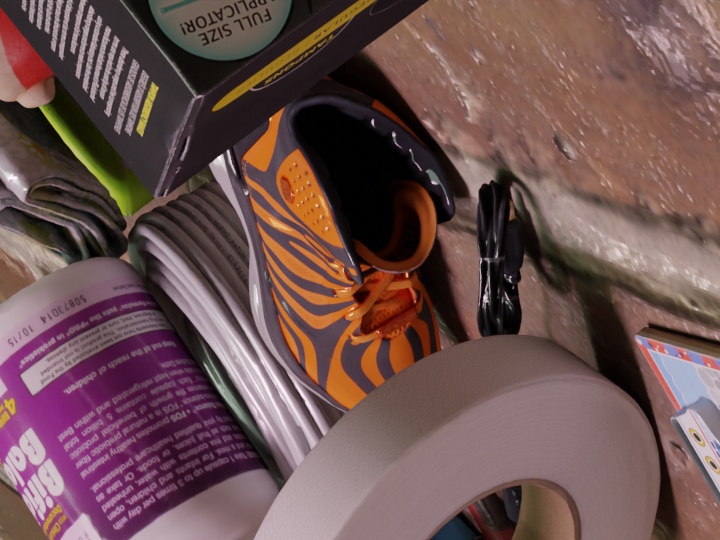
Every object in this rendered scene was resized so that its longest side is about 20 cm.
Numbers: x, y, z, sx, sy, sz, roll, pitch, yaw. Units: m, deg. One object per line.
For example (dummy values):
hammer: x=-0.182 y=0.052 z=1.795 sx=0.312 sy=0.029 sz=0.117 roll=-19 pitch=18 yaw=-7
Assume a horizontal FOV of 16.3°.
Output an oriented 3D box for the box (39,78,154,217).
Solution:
box: x=-0.144 y=-0.119 z=1.266 sx=0.122 sy=0.048 sz=0.200 roll=47 pitch=163 yaw=15

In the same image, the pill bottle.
pill bottle: x=-0.109 y=0.102 z=1.245 sx=0.200 sy=0.112 sz=0.112 roll=55 pitch=165 yaw=15

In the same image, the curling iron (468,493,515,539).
curling iron: x=0.038 y=0.085 z=1.241 sx=0.050 sy=0.026 sz=0.200 roll=16 pitch=141 yaw=60

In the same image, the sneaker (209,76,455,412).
sneaker: x=0.000 y=0.000 z=1.077 sx=0.112 sy=0.078 sz=0.200 roll=29 pitch=152 yaw=55

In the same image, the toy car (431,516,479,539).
toy car: x=0.030 y=0.218 z=1.267 sx=0.177 sy=0.184 sz=0.200 roll=50 pitch=162 yaw=4

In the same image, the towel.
towel: x=-0.200 y=-0.091 z=1.227 sx=0.200 sy=0.048 sz=0.171 roll=48 pitch=-179 yaw=14

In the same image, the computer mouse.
computer mouse: x=0.072 y=0.039 z=1.046 sx=0.034 sy=0.059 sz=0.200 roll=0 pitch=140 yaw=11

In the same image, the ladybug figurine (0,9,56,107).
ladybug figurine: x=-0.163 y=-0.171 z=1.103 sx=0.136 sy=0.072 sz=0.200 roll=-59 pitch=-49 yaw=-81

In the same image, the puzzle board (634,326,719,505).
puzzle board: x=0.184 y=0.114 z=0.930 sx=0.200 sy=0.017 sz=0.151 roll=59 pitch=162 yaw=-20

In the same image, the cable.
cable: x=-0.043 y=0.047 z=1.280 sx=0.200 sy=0.069 sz=0.200 roll=57 pitch=168 yaw=4

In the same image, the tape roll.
tape roll: x=0.037 y=0.121 z=1.015 sx=0.037 sy=0.203 sz=0.203 roll=37 pitch=158 yaw=40

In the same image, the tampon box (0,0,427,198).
tampon box: x=-0.062 y=-0.154 z=0.794 sx=0.200 sy=0.150 sz=0.126 roll=51 pitch=164 yaw=3
